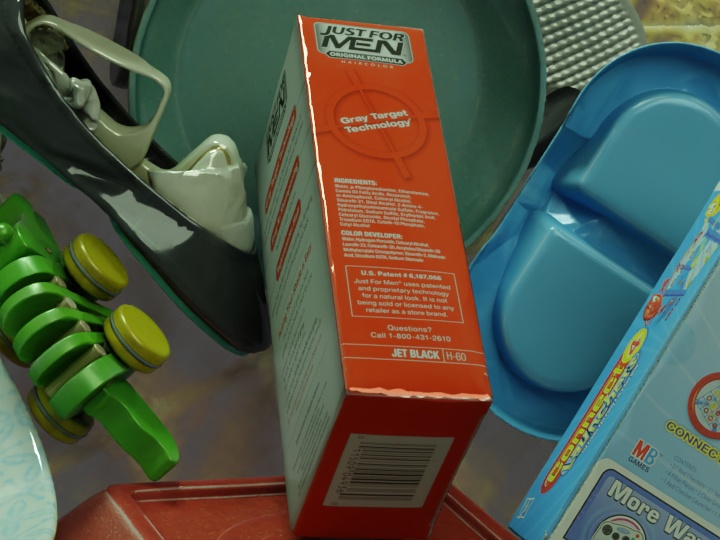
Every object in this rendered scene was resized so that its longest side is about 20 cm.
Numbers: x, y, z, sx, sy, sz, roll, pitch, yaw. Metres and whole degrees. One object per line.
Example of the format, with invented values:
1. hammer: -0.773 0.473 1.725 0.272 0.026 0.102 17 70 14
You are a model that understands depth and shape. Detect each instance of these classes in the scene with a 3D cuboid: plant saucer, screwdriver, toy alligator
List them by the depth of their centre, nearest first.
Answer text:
1. plant saucer: -0.006 0.127 0.731 0.199 0.200 0.037 0 107 -26
2. toy alligator: -0.139 0.005 0.787 0.200 0.059 0.054 56 15 24
3. plant saucer: -0.012 -0.087 0.872 0.199 0.036 0.201 -4 107 -13
4. screwdriver: 0.048 -0.042 0.949 0.200 0.028 0.029 -33 51 -30

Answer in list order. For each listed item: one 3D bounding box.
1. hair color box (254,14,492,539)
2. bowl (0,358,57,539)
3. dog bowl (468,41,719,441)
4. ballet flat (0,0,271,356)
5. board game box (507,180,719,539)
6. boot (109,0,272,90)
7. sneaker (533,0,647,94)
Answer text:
1. hair color box: 0.000 0.000 0.764 0.061 0.102 0.201 3 50 -15
2. bowl: -0.216 0.054 0.689 0.107 0.200 0.201 -34 78 7
3. dog bowl: 0.120 -0.015 0.887 0.111 0.050 0.200 32 90 -8
4. ballet flat: -0.096 -0.048 0.809 0.200 0.073 0.073 44 52 -11
5. board game box: 0.198 0.080 0.780 0.200 0.056 0.196 33 88 -9
6. boot: -0.022 -0.151 0.908 0.173 0.069 0.201 13 99 -17
7. sneaker: 0.071 -0.165 0.998 0.200 0.074 0.082 31 19 -27
